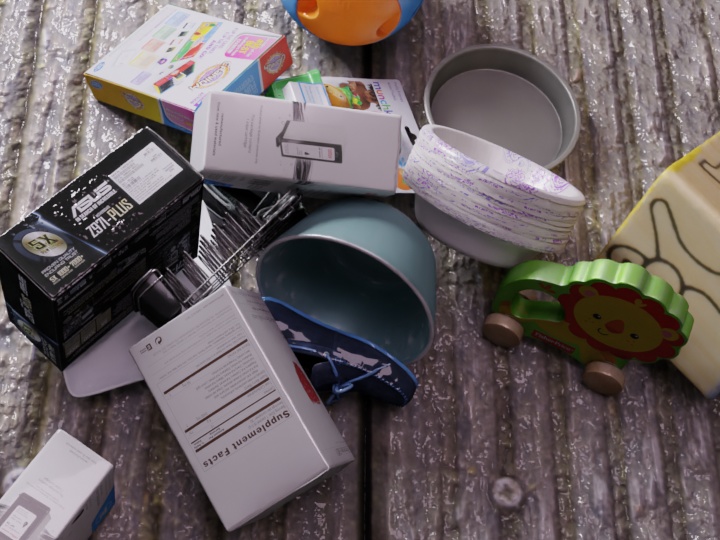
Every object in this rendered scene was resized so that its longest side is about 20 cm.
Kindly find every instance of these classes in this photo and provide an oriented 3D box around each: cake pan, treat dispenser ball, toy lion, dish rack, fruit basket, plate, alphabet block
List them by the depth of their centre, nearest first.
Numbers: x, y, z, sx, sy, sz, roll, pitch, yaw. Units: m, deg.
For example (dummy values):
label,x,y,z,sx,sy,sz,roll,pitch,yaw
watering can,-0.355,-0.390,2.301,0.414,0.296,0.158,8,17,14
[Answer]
label,x,y,z,sx,sy,sz,roll,pitch,yaw
dish rack,-0.142,-0.017,1.225,0.200,0.153,0.055,-43,90,-13
toy lion,0.246,0.045,1.284,0.199,0.192,0.069,24,60,5
plate,-0.238,0.030,1.301,0.198,0.032,0.201,-14,64,-18
alphabet block,0.406,-0.017,1.329,0.196,0.196,0.200,-30,70,-40
fruit basket,-0.013,-0.167,1.414,0.198,0.094,0.186,-5,56,-21
treat dispenser ball,-0.010,-0.378,1.470,0.199,0.201,0.202,4,60,-7
cake pan,0.173,-0.192,1.492,0.198,0.037,0.202,4,61,-7

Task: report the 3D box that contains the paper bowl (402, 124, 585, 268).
label,x,y,z,sx,sy,sz,roll,pitch,yaw
paper bowl,0.140,-0.076,1.335,0.199,0.105,0.201,21,17,-7

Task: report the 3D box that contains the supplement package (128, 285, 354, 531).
label,x,y,z,sx,sy,sz,roll,pitch,yaw
supplement package,-0.113,0.133,1.175,0.119,0.121,0.201,-32,80,7

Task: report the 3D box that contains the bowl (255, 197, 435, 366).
label,x,y,z,sx,sy,sz,roll,pitch,yaw
bowl,0.000,0.000,1.269,0.199,0.201,0.105,24,54,4

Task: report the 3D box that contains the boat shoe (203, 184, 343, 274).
label,x,y,z,sx,sy,sz,roll,pitch,yaw
boat shoe,-0.100,-0.063,1.355,0.199,0.068,0.074,35,62,10

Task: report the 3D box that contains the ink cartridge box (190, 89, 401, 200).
label,x,y,z,sx,sy,sz,roll,pitch,yaw
ink cartridge box,-0.071,-0.125,1.252,0.198,0.146,0.085,5,88,-14

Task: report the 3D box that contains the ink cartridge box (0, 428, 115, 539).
label,x,y,z,sx,sy,sz,roll,pitch,yaw
ink cartridge box,-0.313,0.260,1.113,0.066,0.116,0.200,32,61,7

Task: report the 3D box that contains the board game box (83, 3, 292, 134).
label,x,y,z,sx,sy,sz,roll,pitch,yaw
board game box,-0.201,-0.236,1.402,0.199,0.041,0.153,23,57,34

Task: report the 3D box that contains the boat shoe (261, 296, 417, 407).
label,x,y,z,sx,sy,sz,roll,pitch,yaw
boat shoe,-0.040,0.103,1.269,0.199,0.084,0.069,22,55,10

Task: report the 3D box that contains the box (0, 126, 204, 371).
label,x,y,z,sx,sy,sz,roll,pitch,yaw
box,-0.259,-0.021,1.213,0.086,0.164,0.200,40,63,13
